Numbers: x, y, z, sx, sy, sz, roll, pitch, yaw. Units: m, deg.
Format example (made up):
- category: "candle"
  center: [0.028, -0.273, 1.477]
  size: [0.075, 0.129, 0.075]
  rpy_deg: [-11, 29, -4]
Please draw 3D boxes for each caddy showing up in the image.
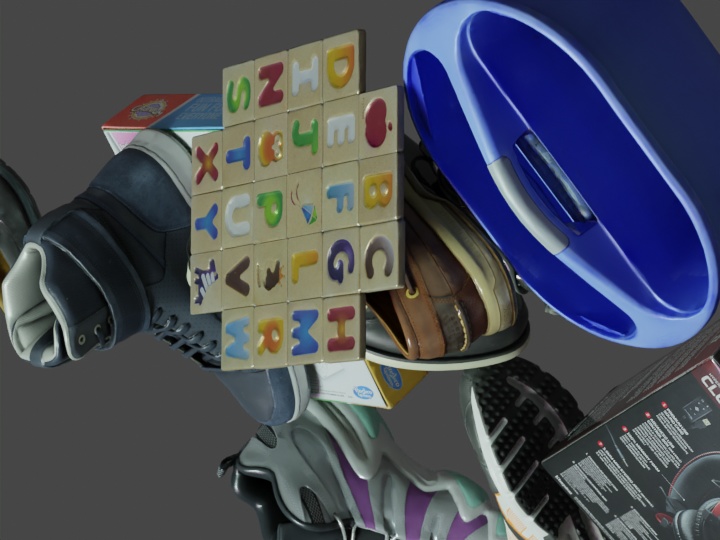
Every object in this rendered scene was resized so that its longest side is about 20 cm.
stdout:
- category: "caddy"
  center: [0.106, -0.056, 1.127]
  size: [0.200, 0.105, 0.141]
  rpy_deg: [53, 146, -6]

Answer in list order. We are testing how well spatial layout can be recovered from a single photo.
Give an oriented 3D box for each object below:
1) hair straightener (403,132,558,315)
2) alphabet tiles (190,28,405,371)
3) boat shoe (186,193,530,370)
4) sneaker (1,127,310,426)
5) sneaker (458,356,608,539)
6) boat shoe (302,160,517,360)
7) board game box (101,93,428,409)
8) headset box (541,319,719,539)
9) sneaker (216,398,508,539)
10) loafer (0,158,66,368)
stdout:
- category: "hair straightener"
  center: [0.041, -0.045, 1.273]
  size: [0.200, 0.041, 0.077]
  rpy_deg: [40, 146, 23]
- category: "alphabet tiles"
  center: [-0.036, -0.033, 1.220]
  size: [0.200, 0.006, 0.167]
  rpy_deg: [-8, 80, 55]
- category: "boat shoe"
  center: [-0.001, 0.002, 1.312]
  size: [0.201, 0.074, 0.063]
  rpy_deg: [17, 132, 9]
- category: "sneaker"
  center: [-0.125, 0.039, 1.388]
  size: [0.077, 0.146, 0.202]
  rpy_deg: [-7, 120, 50]
- category: "sneaker"
  center: [0.103, 0.136, 1.363]
  size: [0.080, 0.074, 0.200]
  rpy_deg: [-3, 121, 53]
- category: "boat shoe"
  center: [-0.001, -0.024, 1.228]
  size: [0.200, 0.068, 0.072]
  rpy_deg: [44, 156, 39]
- category: "board game box"
  center: [-0.058, -0.013, 1.427]
  size: [0.153, 0.040, 0.200]
  rpy_deg: [5, 127, 47]
- category: "headset box"
  center: [0.206, 0.103, 1.204]
  size: [0.149, 0.075, 0.200]
  rpy_deg: [48, 148, 1]
- category: "sneaker"
  center: [-0.002, 0.168, 1.455]
  size: [0.200, 0.140, 0.078]
  rpy_deg: [37, 145, 18]
- category: "loafer"
  center: [-0.253, -0.019, 1.621]
  size: [0.200, 0.072, 0.073]
  rpy_deg: [43, 148, 10]
